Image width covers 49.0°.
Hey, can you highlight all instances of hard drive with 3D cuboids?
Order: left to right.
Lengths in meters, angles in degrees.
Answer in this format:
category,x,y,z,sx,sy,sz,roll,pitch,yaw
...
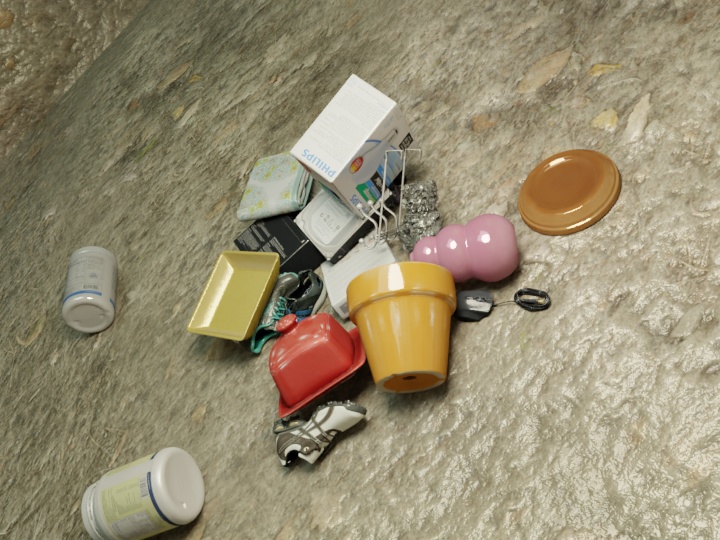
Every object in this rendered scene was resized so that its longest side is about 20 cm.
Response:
category,x,y,z,sx,sy,sz,roll,pitch,yaw
hard drive,-0.035,-0.132,1.707,0.200,0.038,0.140,-45,62,5

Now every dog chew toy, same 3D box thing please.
category,x,y,z,sx,sy,sz,roll,pitch,yaw
dog chew toy,0.189,-0.034,1.456,0.197,0.125,0.126,-8,49,11

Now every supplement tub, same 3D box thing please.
category,x,y,z,sx,sy,sz,roll,pitch,yaw
supplement tub,-0.703,0.049,2.059,0.131,0.132,0.201,-28,42,14
supplement tub,-0.415,0.436,1.509,0.198,0.145,0.146,-24,44,18

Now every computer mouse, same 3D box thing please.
category,x,y,z,sx,sy,sz,roll,pitch,yaw
computer mouse,0.245,0.055,1.427,0.198,0.034,0.059,-8,50,31

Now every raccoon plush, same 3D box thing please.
category,x,y,z,sx,sy,sz,roll,pitch,yaw
raccoon plush,0.142,-0.085,1.537,0.096,0.135,0.201,-24,54,-18

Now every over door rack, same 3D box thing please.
category,x,y,z,sx,sy,sz,roll,pitch,yaw
over door rack,0.051,-0.151,1.571,0.066,0.148,0.202,20,106,15

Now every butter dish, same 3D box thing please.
category,x,y,z,sx,sy,sz,roll,pitch,yaw
butter dish,-0.103,0.148,1.490,0.198,0.148,0.200,-35,16,8

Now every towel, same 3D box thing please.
category,x,y,z,sx,sy,sz,roll,pitch,yaw
towel,-0.191,-0.203,1.851,0.169,0.048,0.202,-12,45,28

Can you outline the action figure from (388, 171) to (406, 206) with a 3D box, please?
category,x,y,z,sx,sy,sz,roll,pitch,yaw
action figure,0.009,-0.173,1.770,0.198,0.069,0.131,-14,53,31

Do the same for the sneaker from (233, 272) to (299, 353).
category,x,y,z,sx,sy,sz,roll,pitch,yaw
sneaker,-0.189,0.097,1.690,0.201,0.077,0.091,-51,45,3

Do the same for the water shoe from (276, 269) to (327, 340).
category,x,y,z,sx,sy,sz,roll,pitch,yaw
water shoe,-0.140,0.091,1.646,0.071,0.079,0.202,1,57,37

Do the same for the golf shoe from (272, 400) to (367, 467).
category,x,y,z,sx,sy,sz,roll,pitch,yaw
golf shoe,-0.069,0.300,1.433,0.199,0.078,0.095,-25,54,27

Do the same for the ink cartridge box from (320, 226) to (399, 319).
category,x,y,z,sx,sy,sz,roll,pitch,yaw
ink cartridge box,0.000,0.000,1.663,0.161,0.050,0.200,-36,24,7

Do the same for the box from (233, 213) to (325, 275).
category,x,y,z,sx,sy,sz,roll,pitch,yaw
box,-0.187,-0.048,1.799,0.141,0.079,0.200,-44,41,2

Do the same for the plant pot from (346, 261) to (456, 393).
category,x,y,z,sx,sy,sz,roll,pitch,yaw
plant pot,0.080,0.111,1.400,0.198,0.200,0.185,-18,62,23

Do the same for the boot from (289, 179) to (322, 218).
category,x,y,z,sx,sy,sz,roll,pitch,yaw
boot,-0.152,-0.193,1.903,0.199,0.068,0.131,16,65,42

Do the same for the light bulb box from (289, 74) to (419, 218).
category,x,y,z,sx,sy,sz,roll,pitch,yaw
light bulb box,-0.007,-0.245,1.596,0.124,0.198,0.201,38,88,26

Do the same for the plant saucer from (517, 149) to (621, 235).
category,x,y,z,sx,sy,sz,roll,pitch,yaw
plant saucer,0.390,-0.157,1.497,0.198,0.037,0.202,-21,45,22

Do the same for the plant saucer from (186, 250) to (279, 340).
category,x,y,z,sx,sy,sz,roll,pitch,yaw
plant saucer,-0.261,0.058,1.685,0.199,0.048,0.202,3,65,43
